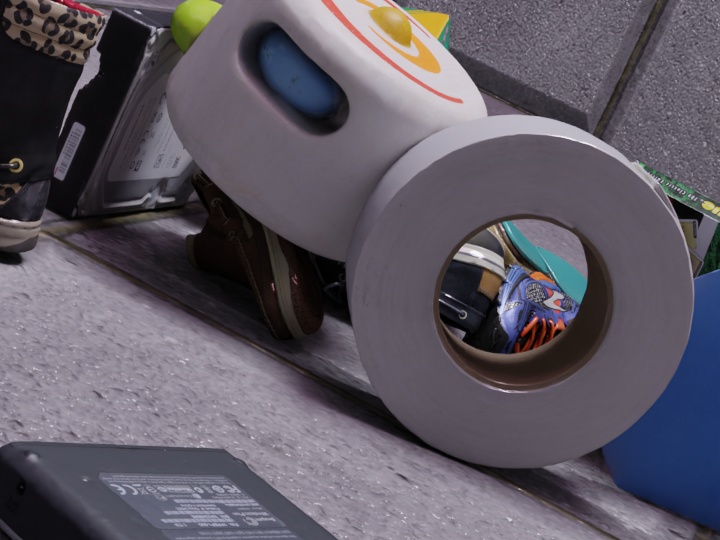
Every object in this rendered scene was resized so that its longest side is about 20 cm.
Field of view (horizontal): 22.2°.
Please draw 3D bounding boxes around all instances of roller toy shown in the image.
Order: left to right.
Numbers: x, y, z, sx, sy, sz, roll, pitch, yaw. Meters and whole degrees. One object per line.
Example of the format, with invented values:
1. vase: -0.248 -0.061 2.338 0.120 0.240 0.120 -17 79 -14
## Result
1. roller toy: -0.015 -0.108 1.163 0.200 0.140 0.183 30 22 -29

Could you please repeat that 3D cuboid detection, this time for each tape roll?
1. tape roll: 0.092 0.011 1.078 0.202 0.203 0.071 23 11 -8

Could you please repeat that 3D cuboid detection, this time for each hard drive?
1. hard drive: -0.143 -0.109 1.274 0.038 0.140 0.200 28 11 12
2. hard drive: -0.036 0.130 0.705 0.200 0.033 0.139 33 14 36

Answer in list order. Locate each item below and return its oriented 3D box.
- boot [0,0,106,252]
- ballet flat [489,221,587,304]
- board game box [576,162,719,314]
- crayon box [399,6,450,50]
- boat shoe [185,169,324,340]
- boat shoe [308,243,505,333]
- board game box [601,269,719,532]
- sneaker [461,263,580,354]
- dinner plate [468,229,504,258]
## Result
1. boot: -0.249 -0.107 1.015 0.200 0.151 0.073 21 12 -19
2. ballet flat: 0.132 0.010 1.492 0.071 0.071 0.200 33 1 35
3. board game box: 0.193 0.038 1.199 0.105 0.200 0.023 28 37 18
4. crayon box: -0.013 -0.134 1.386 0.118 0.058 0.200 11 37 12
5. boat shoe: -0.075 -0.013 1.203 0.202 0.075 0.075 -107 174 -58
6. boat shoe: 0.000 0.000 1.283 0.199 0.062 0.075 12 -8 11
7. board game box: 0.249 0.088 1.163 0.200 0.158 0.039 24 17 -5
8. sneaker: 0.133 0.043 1.349 0.078 0.075 0.200 32 15 16
9. dinner plate: 0.007 -0.026 1.351 0.200 0.024 0.200 13 -15 3
